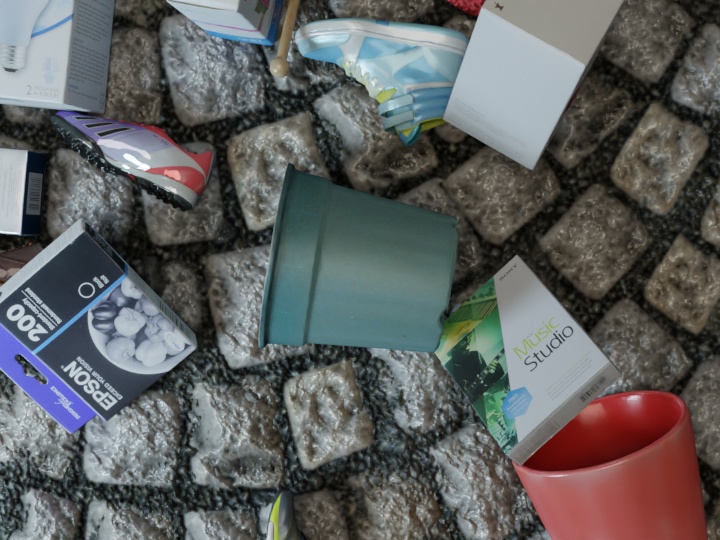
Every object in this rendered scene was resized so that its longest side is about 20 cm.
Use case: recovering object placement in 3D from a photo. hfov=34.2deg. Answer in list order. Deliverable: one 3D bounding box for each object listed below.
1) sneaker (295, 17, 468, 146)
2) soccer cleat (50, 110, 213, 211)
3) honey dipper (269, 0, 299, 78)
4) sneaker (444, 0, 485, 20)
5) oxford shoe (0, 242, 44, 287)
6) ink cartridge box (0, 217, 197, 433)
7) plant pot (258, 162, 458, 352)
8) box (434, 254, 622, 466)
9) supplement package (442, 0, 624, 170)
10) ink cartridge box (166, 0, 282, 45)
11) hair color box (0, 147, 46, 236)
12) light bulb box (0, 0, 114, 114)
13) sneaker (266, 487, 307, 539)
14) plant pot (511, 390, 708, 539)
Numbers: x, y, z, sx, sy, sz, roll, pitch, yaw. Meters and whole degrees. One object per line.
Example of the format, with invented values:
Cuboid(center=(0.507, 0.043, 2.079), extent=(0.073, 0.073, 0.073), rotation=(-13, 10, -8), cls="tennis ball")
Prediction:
Cuboid(center=(0.018, -0.210, 1.314), extent=(0.196, 0.080, 0.133), rotation=(6, 90, 8), cls="sneaker")
Cuboid(center=(-0.266, -0.144, 1.366), extent=(0.198, 0.068, 0.074), rotation=(28, 76, 7), cls="soccer cleat")
Cuboid(center=(-0.073, -0.308, 1.315), extent=(0.037, 0.038, 0.203), rotation=(9, 74, 7), cls="honey dipper")
Cuboid(center=(0.184, -0.330, 1.303), extent=(0.196, 0.079, 0.097), rotation=(2, 76, 2), cls="sneaker")
Cuboid(center=(-0.406, 0.001, 1.387), extent=(0.197, 0.071, 0.074), rotation=(15, 75, 1), cls="oxford shoe")
Cuboid(center=(-0.324, 0.076, 1.339), extent=(0.199, 0.044, 0.199), rotation=(-38, 116, 7), cls="ink cartridge box")
Cuboid(center=(0.000, 0.000, 1.270), extent=(0.192, 0.200, 0.204), rotation=(10, 92, 0), cls="plant pot")
Cuboid(center=(0.169, 0.091, 1.256), extent=(0.144, 0.201, 0.036), rotation=(-43, 130, 6), cls="box")
Cuboid(center=(0.179, -0.223, 1.216), extent=(0.119, 0.201, 0.122), rotation=(30, 66, 7), cls="supplement package")
Cuboid(center=(-0.136, -0.337, 1.271), extent=(0.083, 0.200, 0.147), rotation=(11, 92, 7), cls="ink cartridge box")
Cuboid(center=(-0.479, -0.100, 1.390), extent=(0.196, 0.061, 0.102), rotation=(6, 91, 7), cls="hair color box")
Cuboid(center=(-0.395, -0.294, 1.345), extent=(0.194, 0.125, 0.204), rotation=(6, 92, 7), cls="light bulb box")
Cuboid(center=(-0.058, 0.345, 1.342), extent=(0.080, 0.074, 0.204), rotation=(-13, 96, 1), cls="sneaker")
Cuboid(center=(0.278, 0.248, 1.238), extent=(0.197, 0.201, 0.180), rotation=(-20, 99, 7), cls="plant pot")
